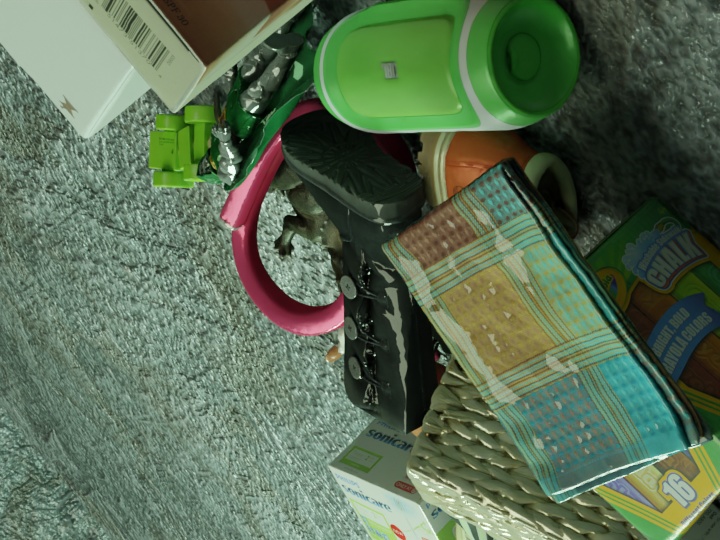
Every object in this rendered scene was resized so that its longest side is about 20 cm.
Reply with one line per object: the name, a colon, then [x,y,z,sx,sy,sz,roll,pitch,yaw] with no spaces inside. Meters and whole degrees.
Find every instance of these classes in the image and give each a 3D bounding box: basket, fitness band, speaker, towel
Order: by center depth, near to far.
towel: [0.105,0.042,0.958,0.201,0.022,0.146,54,143,-2]
speaker: [0.050,-0.132,1.021,0.199,0.088,0.089,6,133,58]
basket: [0.141,0.140,1.150,0.198,0.124,0.136,25,166,18]
fitness band: [-0.034,-0.042,1.250,0.143,0.037,0.201,39,122,17]

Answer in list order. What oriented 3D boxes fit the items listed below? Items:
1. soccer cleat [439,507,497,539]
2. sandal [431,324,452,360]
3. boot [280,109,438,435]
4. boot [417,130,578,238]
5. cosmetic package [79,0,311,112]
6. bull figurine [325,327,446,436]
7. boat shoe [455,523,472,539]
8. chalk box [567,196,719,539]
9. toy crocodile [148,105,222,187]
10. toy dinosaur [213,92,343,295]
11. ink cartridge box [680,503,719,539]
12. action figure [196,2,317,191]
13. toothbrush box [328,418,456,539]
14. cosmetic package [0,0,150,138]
soccer cleat: [0.123,0.204,1.243,0.200,0.068,0.081,42,170,20]
sandal: [0.047,0.042,1.271,0.075,0.045,0.200,52,-179,1]
boot: [0.000,0.001,1.185,0.165,0.065,0.202,-132,27,-51]
boot: [0.107,-0.017,1.120,0.106,0.075,0.201,24,146,35]
cosmetic package: [-0.066,-0.203,0.969,0.104,0.200,0.087,48,156,-5]
bull figurine: [0.059,0.106,1.358,0.200,0.065,0.121,38,-176,38]
boat shoe: [0.125,0.221,1.450,0.062,0.073,0.202,17,140,45]
chalk box: [0.172,0.049,1.012,0.200,0.125,0.124,42,142,11]
toy crocodile: [-0.143,-0.109,1.434,0.199,0.061,0.069,1,90,62]
toy dinosaur: [-0.045,-0.073,1.320,0.102,0.077,0.202,-23,96,47]
ink cartridge box: [0.204,0.213,1.284,0.199,0.084,0.146,37,153,27]
action figure: [-0.084,-0.123,1.189,0.054,0.119,0.200,12,144,-16]
toothbrush box: [0.077,0.253,1.570,0.145,0.086,0.201,15,139,51]
cosmetic package: [-0.153,-0.230,1.078,0.168,0.200,0.166,49,157,-5]
